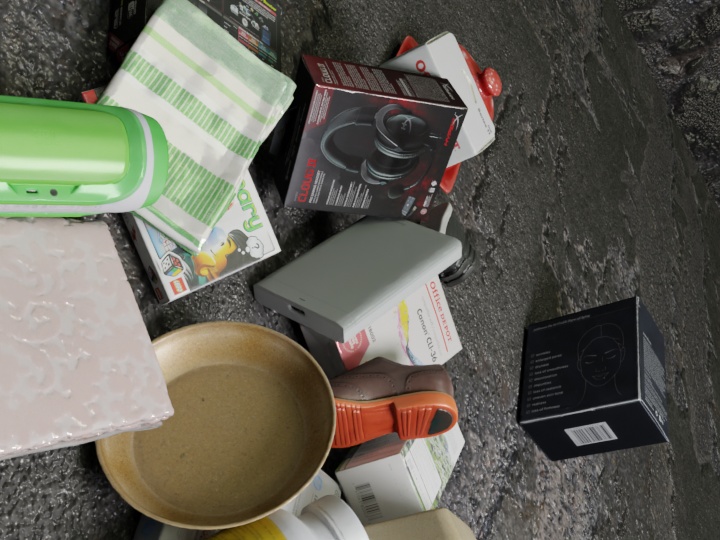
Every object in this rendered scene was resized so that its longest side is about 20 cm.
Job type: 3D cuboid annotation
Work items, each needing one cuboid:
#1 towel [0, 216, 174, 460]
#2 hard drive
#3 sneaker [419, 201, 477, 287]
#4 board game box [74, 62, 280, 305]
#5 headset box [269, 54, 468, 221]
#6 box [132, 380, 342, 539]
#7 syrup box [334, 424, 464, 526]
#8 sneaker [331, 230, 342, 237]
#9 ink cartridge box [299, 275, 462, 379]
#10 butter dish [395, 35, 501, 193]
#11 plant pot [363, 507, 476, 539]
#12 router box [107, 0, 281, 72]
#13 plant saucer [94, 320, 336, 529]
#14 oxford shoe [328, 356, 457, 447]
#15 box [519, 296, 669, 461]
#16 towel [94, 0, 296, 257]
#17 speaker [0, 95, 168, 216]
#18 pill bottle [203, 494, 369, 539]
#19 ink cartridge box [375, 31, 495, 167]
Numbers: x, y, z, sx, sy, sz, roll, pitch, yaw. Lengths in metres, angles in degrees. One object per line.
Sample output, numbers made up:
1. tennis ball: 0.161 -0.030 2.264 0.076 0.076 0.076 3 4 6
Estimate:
1. towel: -0.247 0.042 0.641 0.199 0.032 0.193 0 60 -55
2. hard drive: 0.000 0.000 0.927 0.199 0.131 0.027 -34 133 -38
3. sneaker: 0.114 -0.011 1.192 0.100 0.070 0.201 54 32 -15
4. board game box: -0.169 -0.086 0.808 0.125 0.034 0.203 -26 96 -31
5. headset box: -0.002 -0.144 0.948 0.197 0.150 0.078 4 36 -23
6. box: -0.102 0.223 0.786 0.200 0.041 0.158 46 41 -32
7. syrup box: 0.050 0.205 0.950 0.080 0.080 0.200 67 20 -6
8. sneaker: 0.029 0.011 1.060 0.199 0.075 0.080 35 43 -44
9. ink cartridge box: 0.040 0.064 0.970 0.199 0.067 0.118 -33 112 -32
10. butter dish: 0.144 -0.259 1.296 0.200 0.146 0.201 52 38 -25
11. plant pot: 0.046 0.326 0.776 0.200 0.197 0.180 53 24 -61
12. router box: -0.169 -0.254 0.912 0.199 0.061 0.152 26 55 -47
13. plant saucer: -0.119 0.131 0.719 0.036 0.197 0.202 95 9 -46
14. oxford shoe: -0.003 0.131 0.875 0.073 0.196 0.072 -93 -176 -45
15. box: 0.369 0.173 1.355 0.124 0.198 0.199 47 40 -33
16. towel: -0.160 -0.136 0.787 0.152 0.023 0.202 34 68 -20
17. speaker: -0.251 -0.087 0.653 0.198 0.088 0.090 -2 75 -40
18. pill bottle: -0.088 0.255 0.664 0.198 0.112 0.114 -22 92 -31
19. ink cartridge box: 0.047 -0.184 1.066 0.148 0.198 0.083 62 34 -11
